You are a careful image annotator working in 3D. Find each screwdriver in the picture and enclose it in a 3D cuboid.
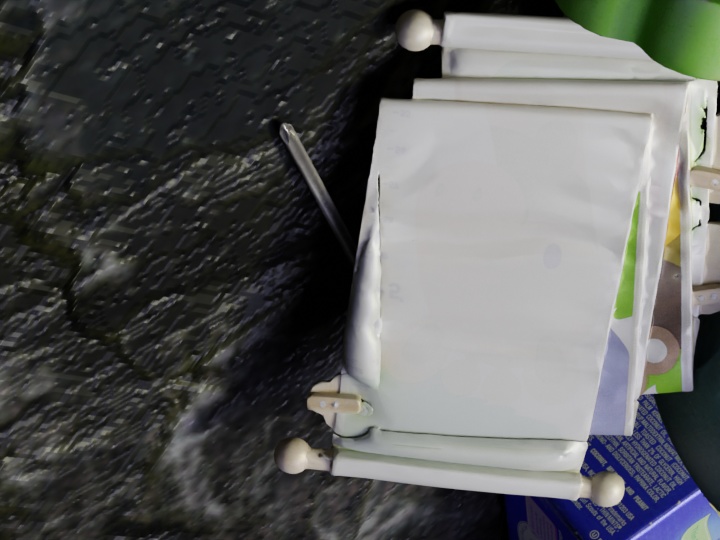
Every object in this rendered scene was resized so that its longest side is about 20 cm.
[{"bbox_3d":[0.000,0.000,1.034,0.028,0.029,0.200,-38,141,-6],"label":"screwdriver"}]

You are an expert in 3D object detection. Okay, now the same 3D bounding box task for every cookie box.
[{"bbox_3d":[0.163,0.084,1.265,0.200,0.075,0.171,-34,150,-14],"label":"cookie box"}]

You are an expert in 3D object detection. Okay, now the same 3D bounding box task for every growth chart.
[{"bbox_3d":[0.059,-0.001,0.991,0.144,0.018,0.200,11,119,-5],"label":"growth chart"}]

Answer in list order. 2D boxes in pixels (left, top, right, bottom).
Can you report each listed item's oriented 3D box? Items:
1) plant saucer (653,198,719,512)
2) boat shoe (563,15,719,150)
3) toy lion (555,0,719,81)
[{"bbox_3d":[0.140,-0.011,1.041,0.039,0.201,0.201,12,126,-17],"label":"plant saucer"},{"bbox_3d":[0.111,-0.093,0.987,0.072,0.068,0.200,-19,142,-35],"label":"boat shoe"},{"bbox_3d":[0.123,-0.128,0.820,0.200,0.192,0.069,-14,141,-24],"label":"toy lion"}]
